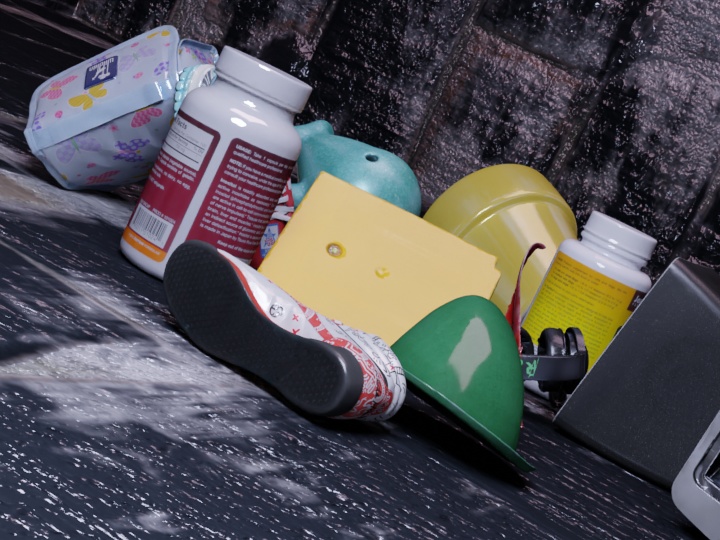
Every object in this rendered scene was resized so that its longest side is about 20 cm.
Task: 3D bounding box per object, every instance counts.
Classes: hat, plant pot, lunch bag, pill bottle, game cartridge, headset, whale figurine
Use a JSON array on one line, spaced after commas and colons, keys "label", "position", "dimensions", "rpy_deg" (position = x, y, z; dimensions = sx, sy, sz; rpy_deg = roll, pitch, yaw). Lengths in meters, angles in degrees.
[{"label": "hat", "position": [0.110, 0.037, 1.330], "dimensions": [0.166, 0.176, 0.200], "rpy_deg": [40, -5, -37]}, {"label": "plant pot", "position": [0.186, 0.008, 1.967], "dimensions": [0.200, 0.201, 0.189], "rpy_deg": [20, 25, -40]}, {"label": "lunch bag", "position": [-0.224, -0.159, 1.655], "dimensions": [0.200, 0.169, 0.128], "rpy_deg": [-20, 88, -77]}, {"label": "pill bottle", "position": [0.241, 0.042, 1.802], "dimensions": [0.109, 0.201, 0.109], "rpy_deg": [25, 7, -3]}, {"label": "game cartridge", "position": [0.016, 0.011, 1.527], "dimensions": [0.199, 0.033, 0.177], "rpy_deg": [27, 47, 4]}, {"label": "headset", "position": [0.169, 0.100, 1.648], "dimensions": [0.123, 0.095, 0.200], "rpy_deg": [4, 4, 22]}, {"label": "whale figurine", "position": [-0.017, -0.104, 1.773], "dimensions": [0.158, 0.104, 0.200], "rpy_deg": [-15, 51, -28]}, {"label": "plant pot", "position": [0.337, 0.125, 1.642], "dimensions": [0.177, 0.200, 0.200], "rpy_deg": [40, 11, 18]}, {"label": "pill bottle", "position": [-0.120, -0.085, 1.448], "dimensions": [0.113, 0.201, 0.113], "rpy_deg": [25, 7, -3]}]

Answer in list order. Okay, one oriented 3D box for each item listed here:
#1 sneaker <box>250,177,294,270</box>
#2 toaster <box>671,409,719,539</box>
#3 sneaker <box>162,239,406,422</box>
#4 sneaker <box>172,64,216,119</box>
[{"label": "sneaker", "position": [-0.096, -0.078, 1.619], "dimensions": [0.071, 0.201, 0.113], "rpy_deg": [-7, 50, 0]}, {"label": "toaster", "position": [0.378, 0.179, 1.402], "dimensions": [0.181, 0.201, 0.118], "rpy_deg": [39, 16, 32]}, {"label": "sneaker", "position": [-0.055, 0.050, 1.252], "dimensions": [0.201, 0.067, 0.108], "rpy_deg": [34, 10, 32]}, {"label": "sneaker", "position": [-0.120, -0.091, 1.530], "dimensions": [0.086, 0.201, 0.078], "rpy_deg": [-4, 3, 26]}]
